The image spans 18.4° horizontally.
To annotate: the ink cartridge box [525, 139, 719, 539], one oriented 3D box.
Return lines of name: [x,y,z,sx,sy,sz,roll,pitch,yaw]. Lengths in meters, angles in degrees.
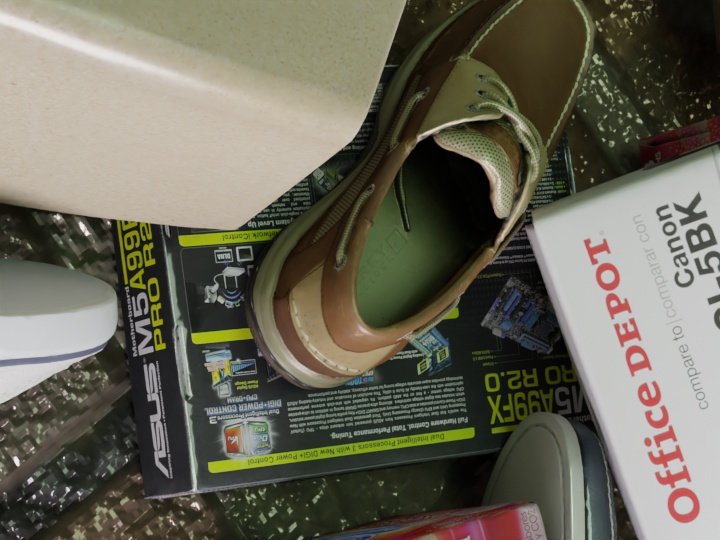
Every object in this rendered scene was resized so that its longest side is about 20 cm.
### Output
ink cartridge box: [0.179,0.013,0.859,0.199,0.083,0.148,-21,91,5]

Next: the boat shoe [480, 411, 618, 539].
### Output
boat shoe: [0.088,0.153,0.892,0.061,0.073,0.201,-5,99,-27]

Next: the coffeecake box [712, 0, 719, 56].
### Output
coffeecake box: [0.252,-0.173,0.975,0.199,0.073,0.154,-10,114,1]

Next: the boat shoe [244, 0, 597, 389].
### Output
boat shoe: [0.038,-0.035,0.850,0.076,0.074,0.200,44,62,-18]

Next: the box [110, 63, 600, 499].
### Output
box: [0.000,0.000,0.891,0.199,0.044,0.161,-5,85,-32]

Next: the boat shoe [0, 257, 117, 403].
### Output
boat shoe: [-0.176,0.043,0.769,0.199,0.071,0.070,-11,115,-37]

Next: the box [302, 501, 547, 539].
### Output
box: [0.026,0.196,0.840,0.095,0.100,0.201,-12,89,-32]

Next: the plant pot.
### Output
plant pot: [-0.080,-0.120,0.752,0.176,0.200,0.201,25,69,-16]

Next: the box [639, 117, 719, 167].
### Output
box: [0.233,-0.020,0.999,0.199,0.095,0.100,-3,85,-32]
